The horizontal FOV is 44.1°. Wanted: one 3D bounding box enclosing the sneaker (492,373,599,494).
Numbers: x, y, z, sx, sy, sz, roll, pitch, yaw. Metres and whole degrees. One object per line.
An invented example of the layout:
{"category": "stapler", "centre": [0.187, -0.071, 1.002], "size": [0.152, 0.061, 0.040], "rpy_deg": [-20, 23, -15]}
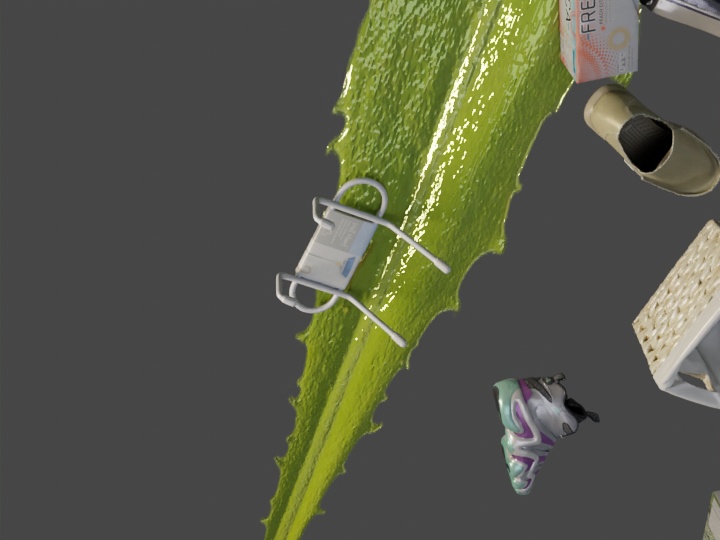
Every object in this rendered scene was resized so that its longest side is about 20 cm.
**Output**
{"category": "sneaker", "centre": [0.265, 0.227, 1.237], "size": [0.137, 0.078, 0.203], "rpy_deg": [-12, 126, 2]}

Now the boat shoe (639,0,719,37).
{"category": "boat shoe", "centre": [0.378, -0.287, 0.891], "size": [0.196, 0.075, 0.094], "rpy_deg": [11, 126, -17]}

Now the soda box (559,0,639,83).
{"category": "soda box", "centre": [0.234, -0.293, 0.876], "size": [0.067, 0.064, 0.203], "rpy_deg": [-11, 126, 1]}

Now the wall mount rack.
{"category": "wall mount rack", "centre": [0.000, 0.000, 1.044], "size": [0.171, 0.075, 0.202], "rpy_deg": [18, 122, -19]}

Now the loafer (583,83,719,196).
{"category": "loafer", "centre": [0.334, -0.133, 0.998], "size": [0.197, 0.069, 0.076], "rpy_deg": [25, 119, -23]}

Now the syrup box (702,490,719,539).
{"category": "syrup box", "centre": [0.609, 0.447, 1.436], "size": [0.080, 0.079, 0.203], "rpy_deg": [-9, 126, -1]}

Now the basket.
{"category": "basket", "centre": [0.455, 0.054, 1.112], "size": [0.133, 0.124, 0.202], "rpy_deg": [17, 122, -19]}
